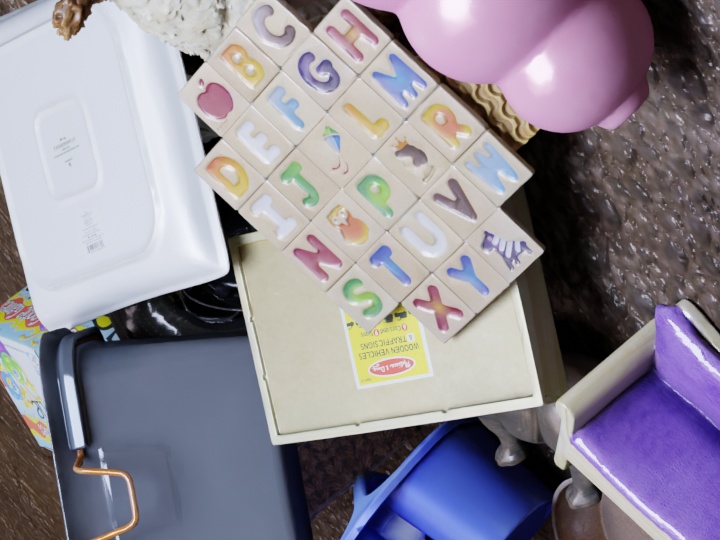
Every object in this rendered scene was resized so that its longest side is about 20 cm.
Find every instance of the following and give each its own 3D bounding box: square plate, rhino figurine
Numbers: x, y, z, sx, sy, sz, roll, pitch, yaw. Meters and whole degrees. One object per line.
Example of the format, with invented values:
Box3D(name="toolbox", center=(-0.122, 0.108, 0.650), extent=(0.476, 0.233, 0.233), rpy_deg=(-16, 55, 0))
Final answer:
Box3D(name="square plate", center=(-0.165, -0.074, 1.580), extent=(0.199, 0.028, 0.200), rpy_deg=(-18, 85, 50))
Box3D(name="rhino figurine", center=(0.093, 0.070, 1.555), extent=(0.200, 0.060, 0.088), rpy_deg=(25, 144, 53))

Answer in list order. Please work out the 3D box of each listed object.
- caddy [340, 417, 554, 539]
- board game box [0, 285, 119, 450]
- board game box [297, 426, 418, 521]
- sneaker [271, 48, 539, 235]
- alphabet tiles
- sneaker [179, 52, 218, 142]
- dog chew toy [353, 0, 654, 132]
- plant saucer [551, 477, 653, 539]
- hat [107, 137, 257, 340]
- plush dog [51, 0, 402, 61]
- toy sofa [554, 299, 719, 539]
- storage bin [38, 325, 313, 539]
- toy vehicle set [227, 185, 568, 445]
Box3D(name="caddy", center=(0.040, 0.160, 1.643), extent=(0.105, 0.142, 0.200), rpy_deg=(38, -174, 11))
Box3D(name="board game box", center=(-0.140, 0.028, 1.764), extent=(0.105, 0.200, 0.103), rpy_deg=(13, 137, 57))
Box3D(name="board game box", center=(-0.082, 0.122, 1.846), extent=(0.097, 0.159, 0.200), rpy_deg=(57, 157, -11))
Box3D(name="sneaker", center=(0.038, -0.090, 1.417), extent=(0.199, 0.090, 0.075), rpy_deg=(-22, 107, 40))
Box3D(name="alphabet tiles", center=(-0.001, -0.053, 1.399), extent=(0.200, 0.006, 0.166), rpy_deg=(43, 134, -3))
Box3D(name="sneaker", center=(-0.108, -0.091, 1.591), extent=(0.199, 0.072, 0.085), rpy_deg=(13, 110, 43))
Box3D(name="dog chew toy", center=(0.057, -0.145, 1.230), extent=(0.200, 0.125, 0.124), rpy_deg=(46, 158, -4))
Box3D(name="plant saucer", center=(0.195, 0.196, 1.574), extent=(0.200, 0.034, 0.201), rpy_deg=(44, 157, 24))
Box3D(name="hat", center=(-0.068, -0.019, 1.665), extent=(0.201, 0.201, 0.081), rpy_deg=(46, -161, 15))
Box3D(name="plush dog", center=(-0.067, -0.156, 1.452), extent=(0.171, 0.161, 0.200), rpy_deg=(36, 169, -31))
Box3D(name="toy sofa", center=(0.198, 0.117, 1.383), extent=(0.200, 0.083, 0.098), rpy_deg=(43, 157, 22))
Box3D(name="storage bin", center=(-0.106, 0.123, 1.578), extent=(0.146, 0.133, 0.202), rpy_deg=(-16, -84, -85))
Box3D(name="toy vehicle set", center=(0.018, 0.025, 1.481), extent=(0.199, 0.026, 0.125), rpy_deg=(-11, 92, 39))
